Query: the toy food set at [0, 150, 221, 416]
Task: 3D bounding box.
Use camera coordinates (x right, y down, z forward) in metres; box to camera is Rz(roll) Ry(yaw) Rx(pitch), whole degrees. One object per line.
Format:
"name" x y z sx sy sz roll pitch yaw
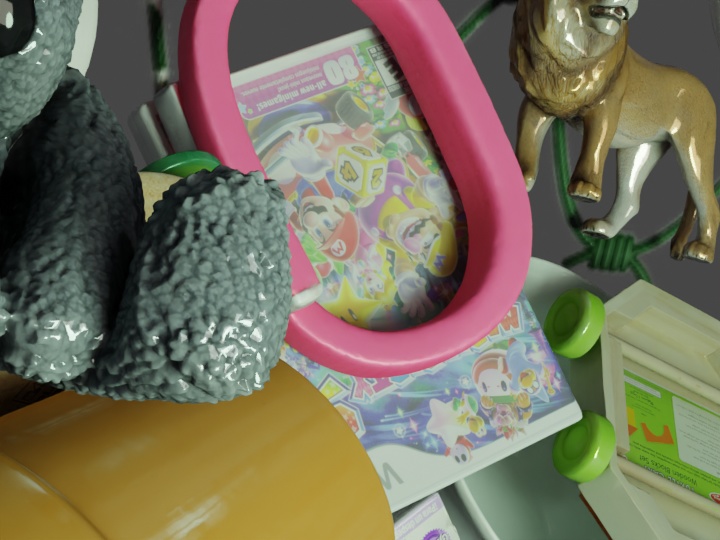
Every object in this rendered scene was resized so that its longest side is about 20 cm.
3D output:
"toy food set" -0.133 0.030 0.956 0.198 0.049 0.200 0 135 -47

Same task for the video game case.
"video game case" 0.000 0.000 1.056 0.143 0.018 0.200 -22 85 -34

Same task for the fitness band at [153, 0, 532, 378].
"fitness band" -0.004 -0.053 1.035 0.144 0.037 0.200 -24 89 -33

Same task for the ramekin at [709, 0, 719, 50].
"ramekin" 0.268 -0.154 1.259 0.202 0.094 0.203 -15 115 -36

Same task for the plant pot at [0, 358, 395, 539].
"plant pot" -0.091 0.122 0.912 0.183 0.200 0.200 -36 126 -35

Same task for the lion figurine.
"lion figurine" 0.129 -0.083 1.190 0.200 0.072 0.123 29 72 -58

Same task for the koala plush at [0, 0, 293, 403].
"koala plush" -0.133 -0.061 0.763 0.177 0.184 0.200 -9 102 -22

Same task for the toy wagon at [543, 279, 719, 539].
"toy wagon" 0.152 0.099 1.134 0.155 0.040 0.200 26 46 -30

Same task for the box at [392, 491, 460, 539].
"box" -0.043 0.160 1.030 0.200 0.041 0.039 -36 117 -26

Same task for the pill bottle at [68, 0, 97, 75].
"pill bottle" -0.202 -0.099 0.851 0.200 0.113 0.113 9 99 -43

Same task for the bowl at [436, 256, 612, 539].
"bowl" 0.079 0.100 1.161 0.201 0.090 0.201 26 46 -30
